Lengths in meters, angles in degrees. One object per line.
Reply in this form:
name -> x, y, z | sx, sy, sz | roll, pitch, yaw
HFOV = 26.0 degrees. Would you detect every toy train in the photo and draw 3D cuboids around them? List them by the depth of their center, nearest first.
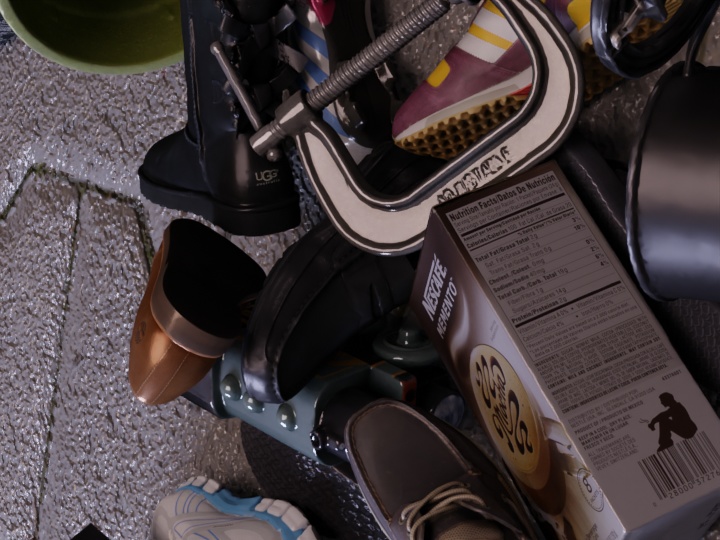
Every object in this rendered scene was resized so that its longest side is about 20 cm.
toy train -> -0.031, 0.066, 0.972 | 0.200, 0.114, 0.086 | 24, 123, 42

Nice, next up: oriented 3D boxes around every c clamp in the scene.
c clamp -> 0.020, -0.102, 0.867 | 0.200, 0.027, 0.171 | -30, 78, 24

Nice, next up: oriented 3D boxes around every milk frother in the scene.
milk frother -> 0.210, -0.067, 0.671 | 0.188, 0.200, 0.181 | 8, 87, 33

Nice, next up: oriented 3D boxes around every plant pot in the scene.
plant pot -> -0.180, -0.275, 1.092 | 0.200, 0.200, 0.190 | -55, 44, 30

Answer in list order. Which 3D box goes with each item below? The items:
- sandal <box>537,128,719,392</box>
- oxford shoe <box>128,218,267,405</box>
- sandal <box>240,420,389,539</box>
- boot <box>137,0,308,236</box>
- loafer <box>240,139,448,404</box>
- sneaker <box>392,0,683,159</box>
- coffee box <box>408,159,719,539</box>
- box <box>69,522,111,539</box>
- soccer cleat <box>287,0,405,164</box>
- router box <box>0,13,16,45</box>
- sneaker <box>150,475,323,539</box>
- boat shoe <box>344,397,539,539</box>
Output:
sandal -> 0.152, -0.013, 0.850 | 0.200, 0.043, 0.076 | 52, 151, 31
oxford shoe -> -0.105, 0.021, 0.930 | 0.071, 0.200, 0.071 | 34, 107, -5
sandal -> 0.007, 0.142, 0.995 | 0.200, 0.045, 0.075 | 22, 131, 29
boot -> -0.097, -0.119, 1.031 | 0.198, 0.073, 0.163 | 24, 122, 58
loafer -> 0.000, 0.000, 0.915 | 0.070, 0.201, 0.068 | 19, 144, 26
sneaker -> 0.094, -0.136, 0.893 | 0.200, 0.075, 0.090 | -28, 65, 34
coffee box -> 0.110, 0.058, 0.832 | 0.200, 0.080, 0.113 | 60, 163, 24
box -> -0.169, 0.297, 1.036 | 0.200, 0.164, 0.086 | 36, 141, 18
soccer cleat -> -0.027, -0.159, 1.008 | 0.086, 0.070, 0.201 | -28, 68, 52
router box -> -0.320, -0.292, 1.297 | 0.150, 0.062, 0.201 | -19, 77, 44
sneaker -> -0.106, 0.192, 1.050 | 0.200, 0.087, 0.075 | -8, 109, 58
boat shoe -> 0.059, 0.140, 0.820 | 0.074, 0.073, 0.200 | -39, 65, -5
